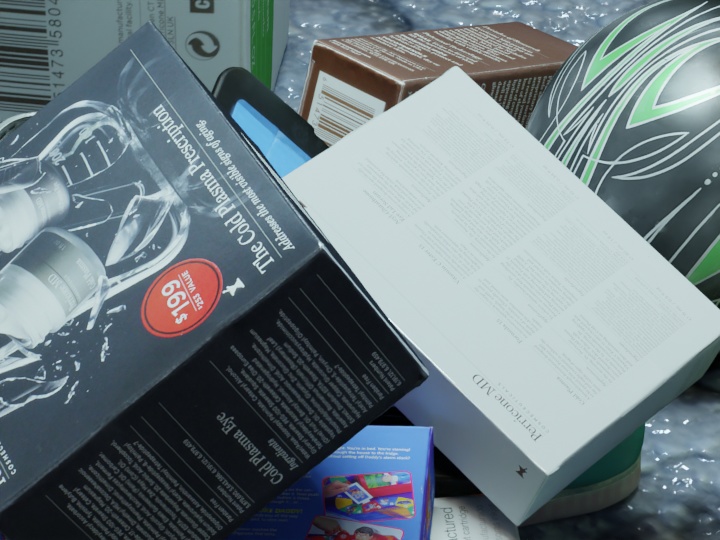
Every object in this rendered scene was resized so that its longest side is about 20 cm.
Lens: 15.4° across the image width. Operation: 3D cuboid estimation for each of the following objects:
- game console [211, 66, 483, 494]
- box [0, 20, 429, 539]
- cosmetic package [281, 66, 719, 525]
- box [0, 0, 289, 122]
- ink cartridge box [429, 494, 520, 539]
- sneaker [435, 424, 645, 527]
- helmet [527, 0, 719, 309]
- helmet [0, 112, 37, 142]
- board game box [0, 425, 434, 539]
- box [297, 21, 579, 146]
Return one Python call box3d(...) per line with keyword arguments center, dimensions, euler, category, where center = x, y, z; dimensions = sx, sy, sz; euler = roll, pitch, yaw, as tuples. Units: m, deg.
box3d(center=(0.000, 0.000, 1.339), dimensions=(0.175, 0.117, 0.201), euler=(1, 46, 19), category="game console")
box3d(center=(-0.102, 0.021, 1.189), dimensions=(0.182, 0.104, 0.200), euler=(-40, 43, 1), category="box")
box3d(center=(0.061, 0.008, 1.310), dimensions=(0.200, 0.052, 0.151), euler=(44, 50, 16), category="cosmetic package")
box3d(center=(-0.150, -0.185, 1.647), dimensions=(0.199, 0.200, 0.172), euler=(5, 38, 5), category="box")
box3d(center=(-0.019, 0.187, 1.257), dimensions=(0.199, 0.085, 0.146), euler=(-4, 37, -4), category="ink cartridge box")
box3d(center=(0.056, 0.096, 1.374), dimensions=(0.199, 0.080, 0.071), euler=(-18, 41, -21), category="sneaker")
box3d(center=(0.182, -0.052, 1.480), dimensions=(0.190, 0.201, 0.200), euler=(-4, 34, -33), category="helmet")
box3d(center=(-0.143, 0.012, 1.399), dimensions=(0.190, 0.201, 0.200), euler=(7, 30, -34), category="helmet")
box3d(center=(-0.069, 0.129, 1.227), dimensions=(0.199, 0.045, 0.135), euler=(1, 38, 6), category="board game box")
box3d(center=(0.048, -0.083, 1.538), dimensions=(0.075, 0.101, 0.199), euler=(29, 23, 34), category="box")
